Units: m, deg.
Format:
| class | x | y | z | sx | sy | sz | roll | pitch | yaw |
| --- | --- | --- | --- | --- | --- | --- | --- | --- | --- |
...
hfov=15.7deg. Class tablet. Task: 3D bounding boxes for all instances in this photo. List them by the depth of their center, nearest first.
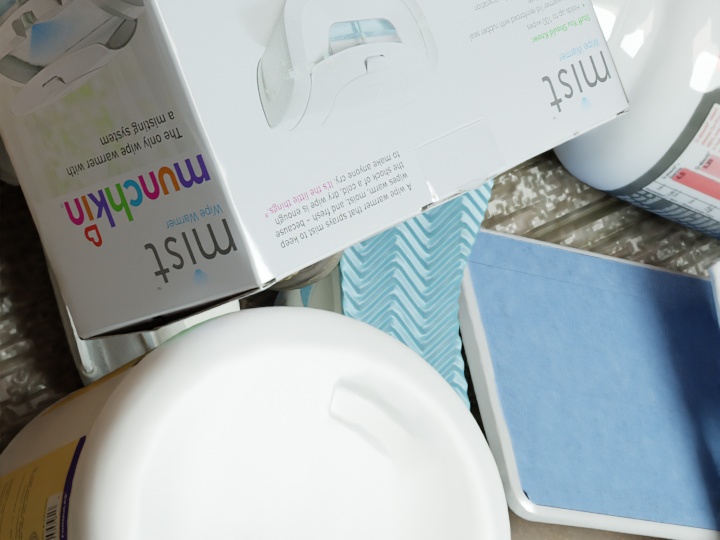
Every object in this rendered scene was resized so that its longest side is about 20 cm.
| class | x | y | z | sx | sy | sz | roll | pitch | yaw |
| --- | --- | --- | --- | --- | --- | --- | --- | --- | --- |
| tablet | 0.123 | 0.053 | 1.056 | 0.199 | 0.014 | 0.131 | 11 | 53 | -35 |

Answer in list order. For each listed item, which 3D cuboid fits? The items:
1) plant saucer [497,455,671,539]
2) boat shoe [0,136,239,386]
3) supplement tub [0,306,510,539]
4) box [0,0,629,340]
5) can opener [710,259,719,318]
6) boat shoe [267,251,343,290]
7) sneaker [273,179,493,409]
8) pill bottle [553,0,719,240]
| class | x | y | z | sx | sy | sz | roll | pitch | yaw |
| --- | --- | --- | --- | --- | --- | --- | --- | --- | --- |
| plant saucer | 0.124 | 0.135 | 1.026 | 0.200 | 0.034 | 0.201 | 28 | 38 | -25 |
| boat shoe | -0.106 | -0.049 | 0.967 | 0.201 | 0.068 | 0.072 | 69 | 21 | -8 |
| supplement tub | -0.052 | 0.098 | 0.880 | 0.145 | 0.200 | 0.146 | 5 | 77 | -21 |
| box | -0.025 | -0.096 | 0.850 | 0.200 | 0.096 | 0.177 | -27 | 99 | -46 |
| can opener | 0.181 | 0.078 | 1.006 | 0.053 | 0.067 | 0.201 | 10 | 61 | -39 |
| boat shoe | -0.062 | -0.087 | 0.934 | 0.073 | 0.074 | 0.201 | -9 | 78 | -52 |
| sneaker | 0.000 | 0.000 | 0.992 | 0.076 | 0.081 | 0.201 | 8 | 83 | -30 |
| pill bottle | 0.148 | -0.075 | 1.077 | 0.199 | 0.116 | 0.116 | 21 | 70 | -23 |
